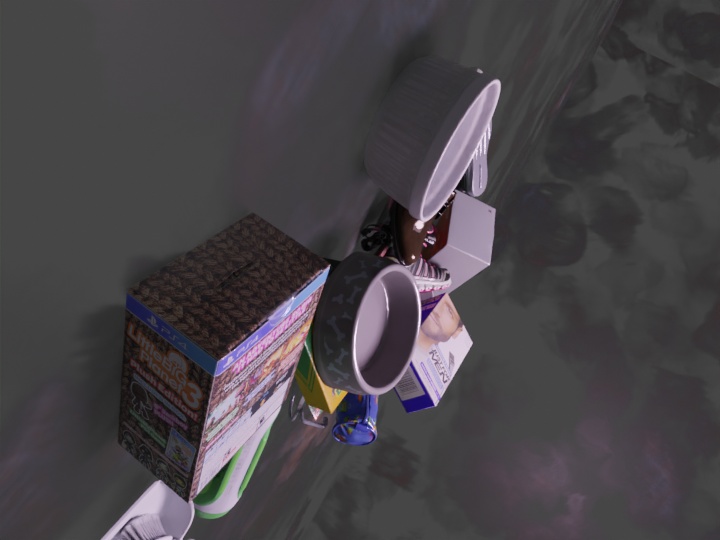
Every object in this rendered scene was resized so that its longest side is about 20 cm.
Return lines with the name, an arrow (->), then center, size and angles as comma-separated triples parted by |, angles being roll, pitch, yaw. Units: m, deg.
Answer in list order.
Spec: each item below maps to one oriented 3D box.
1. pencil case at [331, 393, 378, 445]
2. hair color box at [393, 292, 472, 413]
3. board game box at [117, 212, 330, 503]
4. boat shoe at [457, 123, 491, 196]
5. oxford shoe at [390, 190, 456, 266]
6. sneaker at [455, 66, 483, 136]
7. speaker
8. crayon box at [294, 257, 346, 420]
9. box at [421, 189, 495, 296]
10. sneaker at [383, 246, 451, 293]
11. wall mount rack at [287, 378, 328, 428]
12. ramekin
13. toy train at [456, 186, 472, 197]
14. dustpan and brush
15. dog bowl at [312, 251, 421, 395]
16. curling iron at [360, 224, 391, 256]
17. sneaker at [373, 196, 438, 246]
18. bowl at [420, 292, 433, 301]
pencil case -> 0.000, 0.202, 1.057 | 0.087, 0.076, 0.203 | 122, -19, -51
hair color box -> 0.113, 0.132, 1.003 | 0.064, 0.111, 0.200 | -23, -169, 33
board game box -> -0.129, 0.079, 0.553 | 0.159, 0.096, 0.203 | -42, 159, -50
boat shoe -> 0.206, -0.241, 1.157 | 0.072, 0.070, 0.204 | -31, 132, -36
oxford shoe -> 0.100, -0.104, 0.914 | 0.072, 0.083, 0.205 | 16, 87, -49
sneaker -> 0.161, -0.264, 0.935 | 0.201, 0.076, 0.101 | -67, 169, -57
speaker -> -0.163, 0.212, 0.746 | 0.203, 0.087, 0.088 | -64, 165, 23
crayon box -> -0.042, 0.103, 0.835 | 0.127, 0.050, 0.203 | -48, 135, -38
box -> 0.163, -0.042, 1.158 | 0.200, 0.096, 0.127 | -44, -152, 56
sneaker -> 0.092, -0.005, 1.031 | 0.198, 0.073, 0.090 | -2, 82, -49
wall mount rack -> -0.067, 0.171, 1.057 | 0.175, 0.073, 0.203 | -102, -147, -58
ramekin -> 0.089, -0.177, 0.779 | 0.201, 0.104, 0.201 | -53, 166, -20
toy train -> 0.210, -0.140, 1.373 | 0.115, 0.084, 0.202 | -58, 171, -46
dustpan and brush -> -0.243, 0.330, 0.730 | 0.140, 0.057, 0.201 | -47, 164, -14
dog bowl -> 0.018, 0.076, 0.821 | 0.199, 0.058, 0.205 | -20, 114, -52
curling iron -> 0.000, 0.000, 0.987 | 0.026, 0.049, 0.202 | -42, 164, -46
sneaker -> 0.087, -0.076, 1.019 | 0.080, 0.095, 0.199 | -59, 166, 12
bowl -> 0.060, 0.092, 1.066 | 0.074, 0.204, 0.198 | -21, 153, 33
